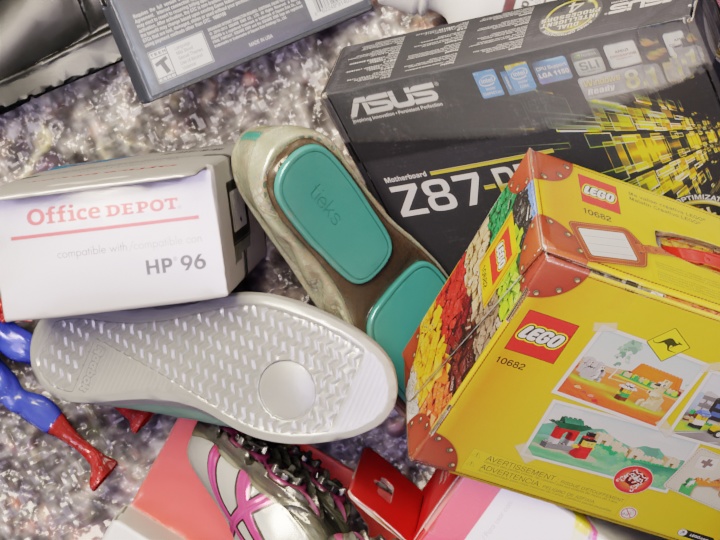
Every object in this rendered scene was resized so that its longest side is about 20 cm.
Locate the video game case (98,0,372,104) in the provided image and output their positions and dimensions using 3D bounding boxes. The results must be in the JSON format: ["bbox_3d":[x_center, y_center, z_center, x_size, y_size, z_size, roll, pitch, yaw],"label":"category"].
[{"bbox_3d":[-0.089,-0.205,1.110,0.142,0.019,0.201,-25,97,-26],"label":"video game case"}]

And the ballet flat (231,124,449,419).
[{"bbox_3d":[0.000,0.000,1.102,0.067,0.062,0.201,-42,120,-17],"label":"ballet flat"}]

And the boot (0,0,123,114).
[{"bbox_3d":[-0.195,-0.170,1.134,0.197,0.073,0.163,-23,97,-1],"label":"boot"}]

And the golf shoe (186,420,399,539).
[{"bbox_3d":[-0.038,0.150,1.109,0.200,0.072,0.092,42,105,39],"label":"golf shoe"}]

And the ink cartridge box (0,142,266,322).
[{"bbox_3d":[-0.118,-0.020,1.082,0.115,0.200,0.068,-7,96,5],"label":"ink cartridge box"}]

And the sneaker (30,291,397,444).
[{"bbox_3d":[-0.059,0.043,1.120,0.199,0.118,0.074,6,95,22],"label":"sneaker"}]

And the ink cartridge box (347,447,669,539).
[{"bbox_3d":[0.094,0.141,1.128,0.199,0.116,0.067,36,99,-1],"label":"ink cartridge box"}]

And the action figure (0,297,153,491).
[{"bbox_3d":[-0.209,0.039,1.175,0.200,0.052,0.066,36,103,1],"label":"action figure"}]

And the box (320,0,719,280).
[{"bbox_3d":[0.102,-0.057,1.073,0.199,0.049,0.162,-9,127,26],"label":"box"}]

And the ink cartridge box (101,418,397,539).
[{"bbox_3d":[-0.051,0.187,1.182,0.199,0.044,0.174,30,99,0],"label":"ink cartridge box"}]

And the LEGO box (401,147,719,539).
[{"bbox_3d":[0.140,0.046,1.046,0.199,0.077,0.149,19,128,-17],"label":"LEGO box"}]

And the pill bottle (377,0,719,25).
[{"bbox_3d":[0.115,-0.150,1.093,0.199,0.113,0.114,17,98,3],"label":"pill bottle"}]
